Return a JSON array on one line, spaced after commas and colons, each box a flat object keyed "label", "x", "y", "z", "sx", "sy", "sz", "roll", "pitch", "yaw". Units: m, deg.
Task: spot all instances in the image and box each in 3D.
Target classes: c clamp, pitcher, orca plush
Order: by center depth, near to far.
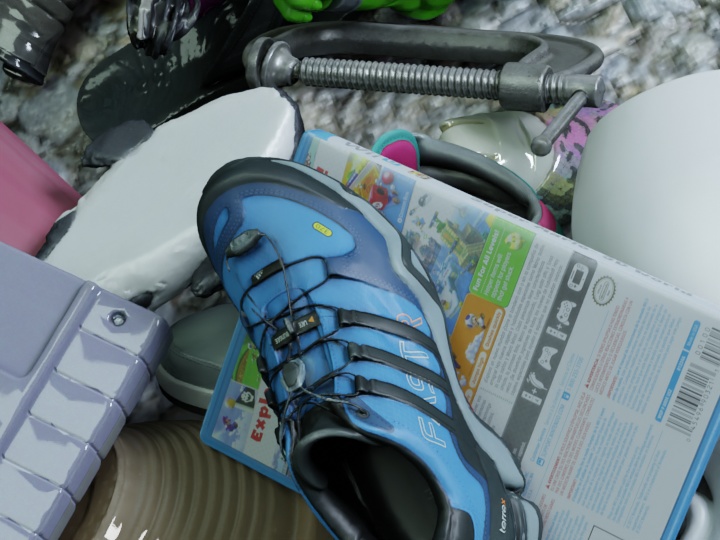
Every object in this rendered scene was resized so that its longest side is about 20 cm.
[{"label": "pitcher", "x": 0.137, "y": 0.031, "z": 0.755, "sx": 0.171, "sy": 0.121, "sz": 0.200, "roll": -18, "pitch": 72, "yaw": 7}, {"label": "orca plush", "x": -0.095, "y": 0.005, "z": 0.830, "sx": 0.105, "sy": 0.071, "sz": 0.200, "roll": 24, "pitch": 72, "yaw": 27}, {"label": "c clamp", "x": 0.027, "y": -0.097, "z": 0.848, "sx": 0.200, "sy": 0.171, "sz": 0.027, "roll": 9, "pitch": 113, "yaw": 27}]

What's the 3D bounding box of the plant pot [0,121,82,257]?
[{"label": "plant pot", "x": -0.226, "y": -0.008, "z": 0.908, "sx": 0.179, "sy": 0.200, "sz": 0.200, "roll": 29, "pitch": 82, "yaw": 16}]

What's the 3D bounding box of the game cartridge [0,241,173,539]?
[{"label": "game cartridge", "x": -0.196, "y": 0.037, "z": 0.768, "sx": 0.200, "sy": 0.038, "sz": 0.130, "roll": 24, "pitch": 67, "yaw": 14}]

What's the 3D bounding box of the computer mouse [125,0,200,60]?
[{"label": "computer mouse", "x": -0.053, "y": -0.203, "z": 0.882, "sx": 0.200, "sy": 0.053, "sz": 0.139, "roll": -44, "pitch": 20, "yaw": 25}]

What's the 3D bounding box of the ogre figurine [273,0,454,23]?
[{"label": "ogre figurine", "x": 0.052, "y": -0.184, "z": 0.880, "sx": 0.098, "sy": 0.120, "sz": 0.200, "roll": 31, "pitch": 93, "yaw": 23}]

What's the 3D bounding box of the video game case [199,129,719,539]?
[{"label": "video game case", "x": 0.042, "y": 0.046, "z": 0.731, "sx": 0.200, "sy": 0.018, "sz": 0.143, "roll": 25, "pitch": 106, "yaw": 19}]

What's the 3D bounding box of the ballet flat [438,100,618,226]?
[{"label": "ballet flat", "x": 0.032, "y": -0.035, "z": 0.860, "sx": 0.200, "sy": 0.071, "sz": 0.069, "roll": -23, "pitch": 55, "yaw": 13}]

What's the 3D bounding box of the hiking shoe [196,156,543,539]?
[{"label": "hiking shoe", "x": -0.003, "y": 0.040, "z": 0.692, "sx": 0.074, "sy": 0.087, "sz": 0.200, "roll": -39, "pitch": 80, "yaw": 22}]

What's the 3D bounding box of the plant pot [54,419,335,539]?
[{"label": "plant pot", "x": -0.109, "y": 0.135, "z": 0.792, "sx": 0.201, "sy": 0.093, "sz": 0.201, "roll": -30, "pitch": 34, "yaw": 23}]

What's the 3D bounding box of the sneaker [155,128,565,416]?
[{"label": "sneaker", "x": 0.000, "y": 0.000, "z": 0.800, "sx": 0.200, "sy": 0.121, "sz": 0.084, "roll": -8, "pitch": 39, "yaw": 2}]

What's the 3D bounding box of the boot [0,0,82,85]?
[{"label": "boot", "x": -0.213, "y": -0.204, "z": 1.050, "sx": 0.132, "sy": 0.070, "sz": 0.200, "roll": -48, "pitch": 54, "yaw": 5}]

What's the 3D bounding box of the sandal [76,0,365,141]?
[{"label": "sandal", "x": -0.068, "y": -0.132, "z": 0.960, "sx": 0.200, "sy": 0.048, "sz": 0.075, "roll": -36, "pitch": 59, "yaw": 6}]
